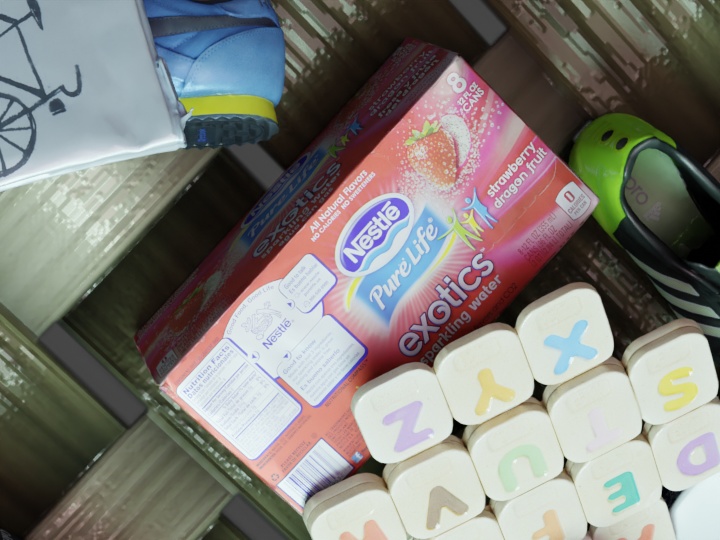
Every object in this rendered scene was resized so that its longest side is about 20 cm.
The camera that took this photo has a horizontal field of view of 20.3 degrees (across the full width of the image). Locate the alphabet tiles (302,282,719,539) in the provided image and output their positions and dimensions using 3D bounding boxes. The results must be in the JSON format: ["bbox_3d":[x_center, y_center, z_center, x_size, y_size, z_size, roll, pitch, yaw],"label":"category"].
[{"bbox_3d":[0.076,0.097,0.920,0.199,0.015,0.196,-26,132,-4],"label":"alphabet tiles"}]

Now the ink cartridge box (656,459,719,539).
[{"bbox_3d":[0.260,0.121,0.985,0.199,0.041,0.200,28,119,-6],"label":"ink cartridge box"}]

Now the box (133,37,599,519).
[{"bbox_3d":[0.000,0.000,0.928,0.100,0.095,0.200,42,89,-18],"label":"box"}]

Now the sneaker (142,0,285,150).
[{"bbox_3d":[-0.132,-0.097,0.901,0.198,0.066,0.079,-2,81,-10],"label":"sneaker"}]

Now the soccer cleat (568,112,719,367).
[{"bbox_3d":[0.179,0.002,0.978,0.200,0.081,0.068,42,89,-17],"label":"soccer cleat"}]

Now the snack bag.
[{"bbox_3d":[-0.188,-0.114,0.856,0.198,0.021,0.190,-16,74,-8],"label":"snack bag"}]

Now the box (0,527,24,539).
[{"bbox_3d":[-0.202,0.219,0.918,0.181,0.104,0.201,31,93,-18],"label":"box"}]
